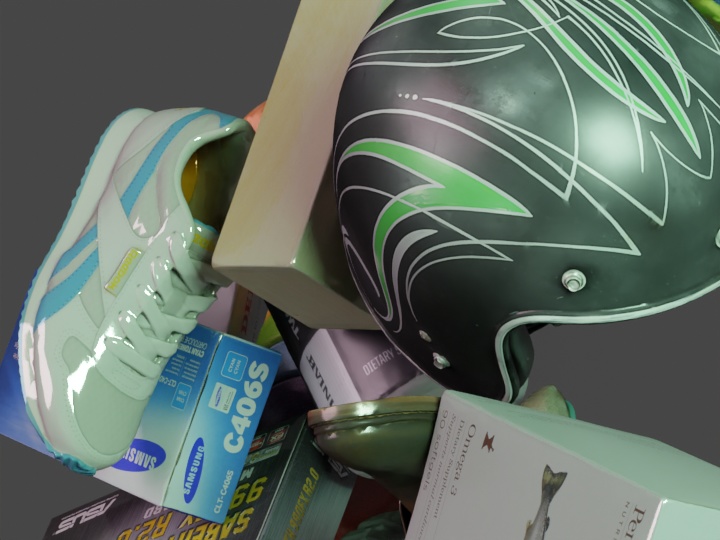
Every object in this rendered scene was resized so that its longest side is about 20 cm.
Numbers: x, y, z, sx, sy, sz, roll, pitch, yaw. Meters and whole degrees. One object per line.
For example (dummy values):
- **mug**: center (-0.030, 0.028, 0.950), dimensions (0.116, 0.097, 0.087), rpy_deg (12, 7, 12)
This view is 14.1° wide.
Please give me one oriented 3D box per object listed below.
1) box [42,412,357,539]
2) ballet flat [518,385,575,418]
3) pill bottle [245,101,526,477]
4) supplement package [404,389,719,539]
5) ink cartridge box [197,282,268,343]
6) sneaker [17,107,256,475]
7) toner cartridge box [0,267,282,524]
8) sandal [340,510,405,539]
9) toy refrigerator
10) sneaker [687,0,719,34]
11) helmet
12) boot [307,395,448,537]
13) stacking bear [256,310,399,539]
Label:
- **box**: center (-0.107, 0.171, 1.524), dimensions (0.199, 0.048, 0.159), rpy_deg (-24, 28, 36)
- **ballet flat**: center (0.049, 0.148, 1.465), dimensions (0.067, 0.062, 0.201), rpy_deg (-133, 60, -66)
- **pill bottle**: center (0.000, 0.000, 1.521), dimensions (0.106, 0.106, 0.201), rpy_deg (-56, 50, 42)
- **supplement package**: center (0.109, 0.135, 1.212), dimensions (0.200, 0.117, 0.118), rpy_deg (21, 96, 64)
- **ink cartridge box**: center (-0.086, 0.054, 1.717), dimensions (0.200, 0.084, 0.147), rpy_deg (46, -129, -69)
- **sneaker**: center (-0.110, 0.006, 1.464), dimensions (0.080, 0.076, 0.201), rpy_deg (-2, 64, 40)
- **toner cartridge box**: center (-0.126, 0.064, 1.549), dimensions (0.200, 0.043, 0.096), rpy_deg (15, 86, 54)
- **sandal**: center (-0.019, 0.196, 1.521), dimensions (0.202, 0.050, 0.082), rpy_deg (-39, 21, -34)
- **toy refrigerator**: center (0.000, -0.077, 1.434), dimensions (0.070, 0.076, 0.201), rpy_deg (0, 66, 47)
- **sneaker**: center (0.167, -0.145, 1.281), dimensions (0.200, 0.105, 0.076), rpy_deg (-12, 56, 68)
- **helmet**: center (0.084, -0.050, 1.300), dimensions (0.191, 0.199, 0.201), rpy_deg (117, 159, -57)
- **boot**: center (0.050, 0.116, 1.327), dimensions (0.074, 0.199, 0.098), rpy_deg (-11, 70, 40)
- **stacking bear**: center (-0.009, 0.038, 1.635), dimensions (0.114, 0.121, 0.201), rpy_deg (-32, 44, 43)
